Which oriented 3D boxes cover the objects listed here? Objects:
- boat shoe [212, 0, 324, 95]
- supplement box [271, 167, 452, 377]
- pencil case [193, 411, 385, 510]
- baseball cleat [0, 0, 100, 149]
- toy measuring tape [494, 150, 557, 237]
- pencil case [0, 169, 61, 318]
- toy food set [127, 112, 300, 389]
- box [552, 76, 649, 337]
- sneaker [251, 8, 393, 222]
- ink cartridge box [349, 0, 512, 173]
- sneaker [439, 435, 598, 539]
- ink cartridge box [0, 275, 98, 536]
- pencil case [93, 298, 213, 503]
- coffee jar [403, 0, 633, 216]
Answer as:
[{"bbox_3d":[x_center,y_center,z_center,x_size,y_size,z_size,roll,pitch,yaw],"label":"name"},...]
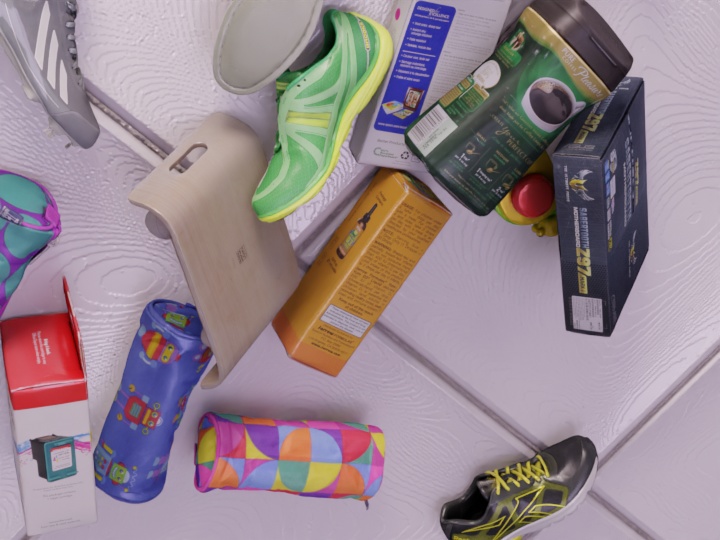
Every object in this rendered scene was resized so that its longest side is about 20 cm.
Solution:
[{"bbox_3d":[-0.061,-0.240,1.116,0.071,0.061,0.202,26,107,-19],"label":"boat shoe"},{"bbox_3d":[0.000,0.000,1.279,0.069,0.067,0.201,25,108,-31],"label":"supplement box"},{"bbox_3d":[-0.070,0.189,1.352,0.199,0.088,0.089,10,115,-26],"label":"pencil case"},{"bbox_3d":[-0.241,-0.191,1.068,0.106,0.070,0.201,-31,126,-1],"label":"baseball cleat"},{"bbox_3d":[0.137,-0.108,1.275,0.073,0.074,0.201,-32,116,-1],"label":"toy measuring tape"},{"bbox_3d":[-0.330,0.018,1.145,0.092,0.085,0.201,29,108,-5],"label":"pencil case"},{"bbox_3d":[-0.128,-0.017,1.186,0.144,0.060,0.201,-52,137,-44],"label":"toy food set"},{"bbox_3d":[0.234,-0.063,1.288,0.051,0.158,0.201,7,126,23],"label":"box"},{"bbox_3d":[-0.048,-0.136,1.172,0.083,0.074,0.201,29,86,-22],"label":"sneaker"},{"bbox_3d":[0.064,-0.182,1.207,0.094,0.037,0.201,6,123,-24],"label":"ink cartridge box"},{"bbox_3d":[0.174,0.248,1.488,0.200,0.075,0.085,-41,125,5],"label":"sneaker"},{"bbox_3d":[-0.281,0.120,1.206,0.067,0.116,0.201,-8,121,-17],"label":"ink cartridge box"},{"bbox_3d":[-0.192,0.119,1.265,0.078,0.087,0.201,26,110,6],"label":"pencil case"},{"bbox_3d":[0.140,-0.150,1.185,0.200,0.085,0.104,-44,123,11],"label":"coffee jar"}]
